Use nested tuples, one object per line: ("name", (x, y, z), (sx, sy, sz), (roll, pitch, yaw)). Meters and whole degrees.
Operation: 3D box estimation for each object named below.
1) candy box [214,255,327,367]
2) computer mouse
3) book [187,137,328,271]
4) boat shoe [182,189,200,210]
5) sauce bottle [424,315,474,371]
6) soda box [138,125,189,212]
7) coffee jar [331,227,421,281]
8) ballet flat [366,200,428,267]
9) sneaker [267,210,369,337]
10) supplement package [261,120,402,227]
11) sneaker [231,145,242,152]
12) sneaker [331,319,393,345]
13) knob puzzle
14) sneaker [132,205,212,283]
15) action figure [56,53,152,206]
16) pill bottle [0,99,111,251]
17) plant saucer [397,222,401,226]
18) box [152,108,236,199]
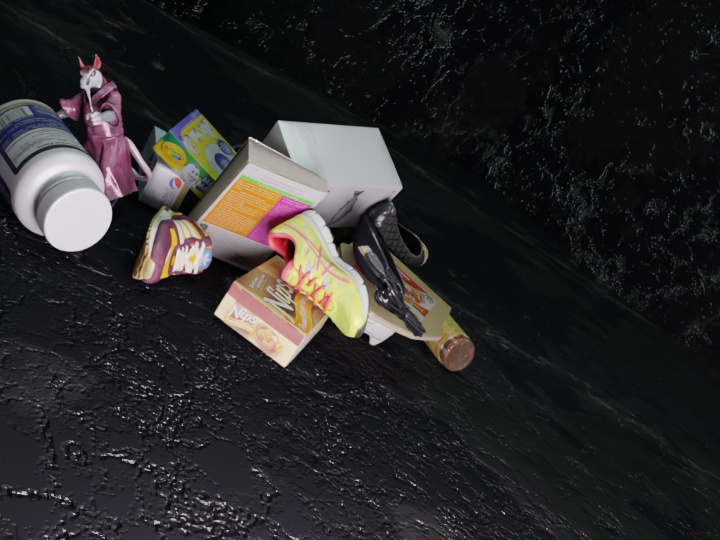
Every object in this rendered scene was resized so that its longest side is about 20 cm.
("candy box", (-0.108, 0.049, 1.210), (0.115, 0.056, 0.200), (36, 16, 3))
("computer mouse", (0.016, -0.004, 1.210), (0.141, 0.046, 0.202), (48, 15, -55))
("book", (-0.153, -0.082, 1.269), (0.132, 0.200, 0.049), (23, 42, -30))
("boat shoe", (-0.239, -0.119, 1.458), (0.068, 0.075, 0.201), (19, 31, -43))
("sauce bottle", (0.124, 0.092, 1.536), (0.065, 0.067, 0.200), (22, 16, -33))
("soda box", (-0.312, -0.161, 1.430), (0.063, 0.069, 0.201), (26, 16, -23))
("coffee jar", (0.000, 0.000, 1.489), (0.199, 0.105, 0.085), (39, 8, 26))
("ballet flat", (0.070, -0.054, 1.454), (0.199, 0.056, 0.067), (32, 31, -58))
("sneaker", (-0.061, 0.012, 1.203), (0.089, 0.079, 0.201), (-15, 57, -35))
("supplement package", (-0.055, -0.145, 1.390), (0.197, 0.117, 0.119), (-3, 61, -38))
("sneaker", (-0.194, -0.165, 1.570), (0.197, 0.081, 0.129), (24, -9, -26))
("sneaker", (-0.024, 0.044, 1.337), (0.199, 0.087, 0.075), (36, 28, -11))
("knob puzzle", (0.037, 0.037, 1.292), (0.218, 0.031, 0.221), (33, 25, -17))
("sneaker", (-0.234, -0.028, 1.163), (0.089, 0.076, 0.201), (23, 18, -11))
("action figure", (-0.340, -0.191, 1.214), (0.132, 0.204, 0.148), (20, 30, 34))
("pill bottle", (-0.373, -0.111, 1.073), (0.110, 0.112, 0.200), (14, 24, -49))
("plant saucer", (0.011, -0.094, 1.576), (0.199, 0.051, 0.201), (39, 1, -1))
("box", (-0.214, -0.142, 1.367), (0.201, 0.048, 0.118), (49, 26, -13))
